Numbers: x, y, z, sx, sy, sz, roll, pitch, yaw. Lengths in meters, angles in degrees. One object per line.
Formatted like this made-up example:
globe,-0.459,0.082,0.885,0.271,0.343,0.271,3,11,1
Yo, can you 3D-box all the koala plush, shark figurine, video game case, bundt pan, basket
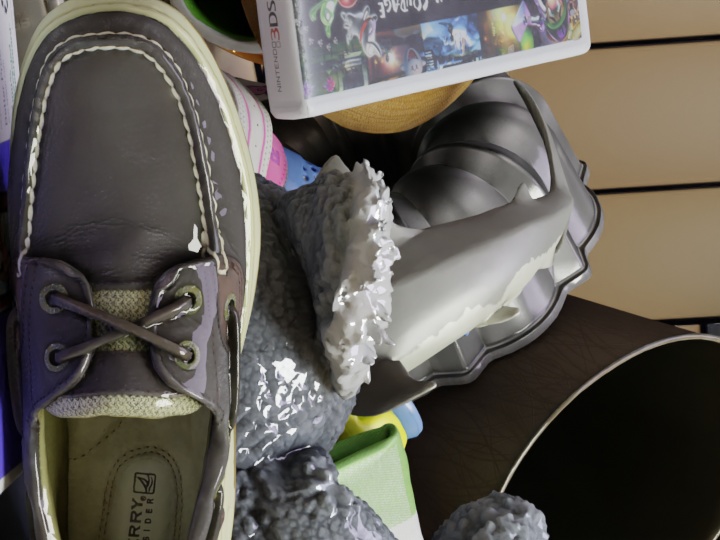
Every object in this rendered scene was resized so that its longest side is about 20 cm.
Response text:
koala plush,-0.043,0.058,0.901,0.184,0.176,0.201,-27,119,-57
shark figurine,0.019,-0.011,1.031,0.090,0.214,0.128,60,-27,-8
video game case,0.021,-0.163,1.067,0.200,0.023,0.183,-17,103,-52
bundt pan,0.004,-0.030,1.242,0.202,0.201,0.076,-85,158,-50
basket,0.054,0.066,1.270,0.200,0.180,0.137,26,-46,44

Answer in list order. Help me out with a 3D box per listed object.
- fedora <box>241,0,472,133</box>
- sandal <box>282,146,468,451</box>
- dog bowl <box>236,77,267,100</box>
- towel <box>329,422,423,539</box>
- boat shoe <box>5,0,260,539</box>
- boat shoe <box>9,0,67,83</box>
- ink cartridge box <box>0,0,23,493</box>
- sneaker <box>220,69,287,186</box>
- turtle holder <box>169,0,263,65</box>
fedora,-0.011,-0.150,1.115,0.200,0.081,0.202,-4,94,-54
sandal,-0.026,-0.012,1.128,0.200,0.087,0.079,54,-17,-6
dog bowl,-0.028,-0.002,1.424,0.200,0.073,0.201,-3,90,-84
towel,-0.033,0.170,1.105,0.031,0.149,0.201,32,-41,49
boat shoe,-0.064,0.025,0.772,0.066,0.071,0.202,-95,-175,-65
boat shoe,-0.104,-0.058,0.850,0.057,0.066,0.201,-35,118,-76
ink cartridge box,-0.127,-0.028,0.725,0.200,0.043,0.199,-62,149,-82
sneaker,-0.073,-0.052,1.002,0.200,0.088,0.082,74,15,-61
turtle holder,-0.022,-0.175,1.232,0.186,0.141,0.132,-55,176,40
